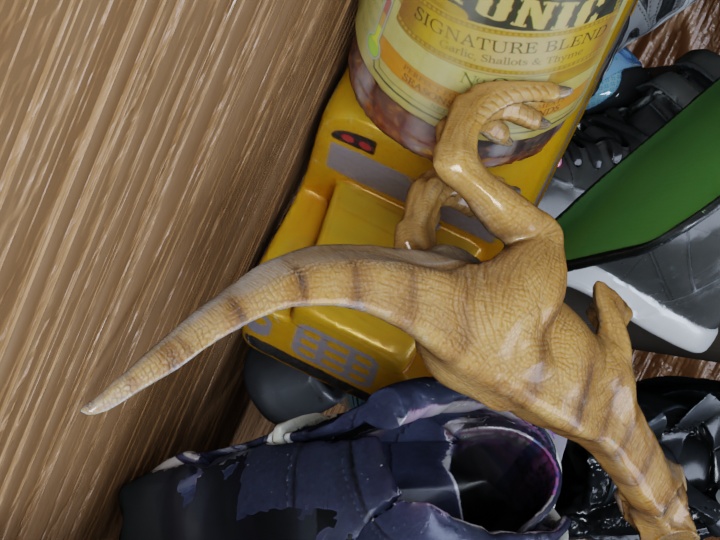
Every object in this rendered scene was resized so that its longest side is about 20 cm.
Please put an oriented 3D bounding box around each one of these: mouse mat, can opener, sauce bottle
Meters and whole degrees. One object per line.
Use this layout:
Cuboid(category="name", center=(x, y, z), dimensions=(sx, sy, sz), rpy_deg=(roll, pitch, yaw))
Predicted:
Cuboid(category="mouse mat", center=(0.129, -0.060, 0.738), dimensions=(0.200, 0.008, 0.161), rpy_deg=(-40, -174, -14))
Cuboid(category="can opener", center=(0.000, 0.000, 0.868), dimensions=(0.066, 0.053, 0.200), rpy_deg=(-29, -176, 15))
Cuboid(category="sauce bottle", center=(0.046, -0.105, 0.593), dimensions=(0.200, 0.066, 0.066), rpy_deg=(108, 9, -52))

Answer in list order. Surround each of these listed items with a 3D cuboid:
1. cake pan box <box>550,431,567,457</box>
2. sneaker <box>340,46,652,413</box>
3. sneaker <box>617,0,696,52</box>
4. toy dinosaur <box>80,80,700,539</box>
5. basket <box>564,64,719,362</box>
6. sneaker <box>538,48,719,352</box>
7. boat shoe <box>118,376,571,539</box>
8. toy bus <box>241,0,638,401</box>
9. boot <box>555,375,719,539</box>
Cuboid(category="cake pan box", center=(-0.017, 0.136, 0.859), dimensions=(0.184, 0.052, 0.200), rpy_deg=(-37, -159, 39))
Cuboid(category="sneaker", center=(0.053, -0.008, 0.995), dimensions=(0.078, 0.090, 0.200), rpy_deg=(-7, 123, -53))
Cuboid(category="sneaker", center=(0.101, -0.118, 0.866), dimensions=(0.200, 0.078, 0.077), rpy_deg=(-37, -175, 43))
Cuboid(category="toy dinosaur", center=(0.026, 0.008, 0.602), dimensions=(0.060, 0.200, 0.106), rpy_deg=(-31, -131, 32))
Cuboid(category="basket", center=(0.176, -0.023, 1.028), dimensions=(0.180, 0.200, 0.136), rpy_deg=(53, 49, -47))
Cuboid(category="sneaker", center=(0.087, -0.045, 0.897), dimensions=(0.200, 0.071, 0.099), rpy_deg=(24, 106, -46))
Cuboid(category="boat shoe", center=(0.031, 0.077, 0.704), dimensions=(0.093, 0.075, 0.200), rpy_deg=(-23, 161, 30))
Cuboid(category="toy bus", center=(0.036, -0.059, 0.736), dimensions=(0.200, 0.065, 0.078), rpy_deg=(-62, 176, -28))
Cuboid(category="boot", center=(0.097, 0.079, 1.032), dimensions=(0.198, 0.162, 0.074), rpy_deg=(-11, -98, 54))
